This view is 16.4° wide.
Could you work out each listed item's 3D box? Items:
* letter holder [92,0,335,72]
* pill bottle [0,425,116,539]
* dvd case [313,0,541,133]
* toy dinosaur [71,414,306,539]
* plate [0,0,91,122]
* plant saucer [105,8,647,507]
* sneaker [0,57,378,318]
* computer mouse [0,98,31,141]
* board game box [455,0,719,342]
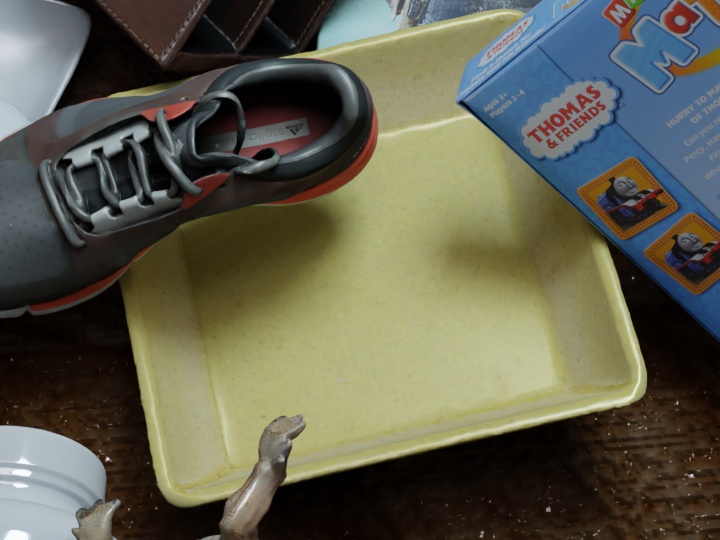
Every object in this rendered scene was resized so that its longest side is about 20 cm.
[{"bbox_3d":[-0.086,-0.204,1.101,0.200,0.142,0.100,45,25,22],"label":"letter holder"},{"bbox_3d":[-0.135,0.161,0.906,0.110,0.111,0.201,4,58,-1],"label":"pill bottle"},{"bbox_3d":[0.054,-0.142,1.160,0.145,0.022,0.201,6,57,0],"label":"dvd case"},{"bbox_3d":[-0.048,0.145,0.870,0.085,0.136,0.200,-11,27,35],"label":"toy dinosaur"},{"bbox_3d":[-0.240,-0.055,1.081,0.199,0.032,0.200,16,59,6],"label":"plate"},{"bbox_3d":[0.000,0.000,1.042,0.199,0.049,0.201,-12,59,-3],"label":"plant saucer"},{"bbox_3d":[-0.086,-0.044,0.990,0.199,0.082,0.077,-24,85,-9],"label":"sneaker"},{"bbox_3d":[-0.222,-0.026,1.020,0.199,0.044,0.110,-32,65,-21],"label":"computer mouse"},{"bbox_3d":[0.161,-0.052,0.986,0.200,0.151,0.037,41,34,-18],"label":"board game box"}]
